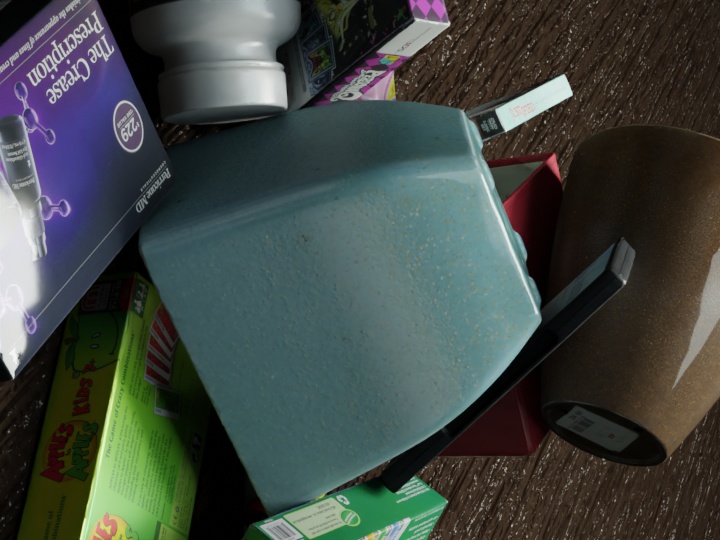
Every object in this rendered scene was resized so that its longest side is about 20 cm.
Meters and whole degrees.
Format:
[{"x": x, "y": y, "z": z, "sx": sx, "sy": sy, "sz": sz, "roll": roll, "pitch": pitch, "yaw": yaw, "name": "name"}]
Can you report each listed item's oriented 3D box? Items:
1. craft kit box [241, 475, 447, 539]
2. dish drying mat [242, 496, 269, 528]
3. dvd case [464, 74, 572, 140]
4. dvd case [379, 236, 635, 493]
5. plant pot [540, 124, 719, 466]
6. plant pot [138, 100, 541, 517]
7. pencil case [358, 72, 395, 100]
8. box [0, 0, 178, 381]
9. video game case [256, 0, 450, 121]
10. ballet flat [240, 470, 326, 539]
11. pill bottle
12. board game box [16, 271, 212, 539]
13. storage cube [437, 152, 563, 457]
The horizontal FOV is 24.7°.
[{"x": -0.046, "y": 0.228, "z": 1.021, "sx": 0.198, "sy": 0.048, "sz": 0.200, "roll": -60, "pitch": 158, "yaw": 18, "name": "craft kit box"}, {"x": 0.008, "y": 0.103, "z": 1.079, "sx": 0.200, "sy": 0.077, "sz": 0.018, "roll": -35, "pitch": 90, "yaw": -20, "name": "dish drying mat"}, {"x": 0.043, "y": -0.090, "z": 1.208, "sx": 0.146, "sy": 0.200, "sz": 0.022, "roll": -32, "pitch": 99, "yaw": -60, "name": "dvd case"}, {"x": 0.098, "y": 0.059, "z": 1.067, "sx": 0.018, "sy": 0.200, "sz": 0.143, "roll": 47, "pitch": 14, "yaw": 2, "name": "dvd case"}, {"x": 0.206, "y": 0.031, "z": 1.178, "sx": 0.187, "sy": 0.187, "sz": 0.200, "roll": 51, "pitch": 57, "yaw": -45, "name": "plant pot"}, {"x": 0.000, "y": 0.000, "z": 1.026, "sx": 0.196, "sy": 0.200, "sz": 0.196, "roll": -92, "pitch": 160, "yaw": -69, "name": "plant pot"}, {"x": -0.024, "y": -0.187, "z": 1.231, "sx": 0.087, "sy": 0.087, "sz": 0.200, "roll": -17, "pitch": 98, "yaw": -62, "name": "pencil case"}, {"x": -0.195, "y": -0.052, "z": 0.885, "sx": 0.200, "sy": 0.079, "sz": 0.141, "roll": -59, "pitch": 137, "yaw": -49, "name": "box"}, {"x": -0.025, "y": -0.209, "z": 1.094, "sx": 0.036, "sy": 0.181, "sz": 0.200, "roll": 3, "pitch": 66, "yaw": -36, "name": "video game case"}, {"x": -0.039, "y": 0.137, "z": 1.132, "sx": 0.067, "sy": 0.067, "sz": 0.200, "roll": 40, "pitch": 70, "yaw": -4, "name": "ballet flat"}, {"x": -0.097, "y": -0.199, "z": 1.061, "sx": 0.111, "sy": 0.111, "sz": 0.200, "roll": -1, "pitch": 85, "yaw": -62, "name": "pill bottle"}, {"x": -0.142, "y": 0.114, "z": 0.975, "sx": 0.102, "sy": 0.048, "sz": 0.200, "roll": 44, "pitch": 46, "yaw": -50, "name": "board game box"}, {"x": 0.062, "y": 0.028, "z": 1.247, "sx": 0.200, "sy": 0.171, "sz": 0.180, "roll": -42, "pitch": 122, "yaw": -58, "name": "storage cube"}]
